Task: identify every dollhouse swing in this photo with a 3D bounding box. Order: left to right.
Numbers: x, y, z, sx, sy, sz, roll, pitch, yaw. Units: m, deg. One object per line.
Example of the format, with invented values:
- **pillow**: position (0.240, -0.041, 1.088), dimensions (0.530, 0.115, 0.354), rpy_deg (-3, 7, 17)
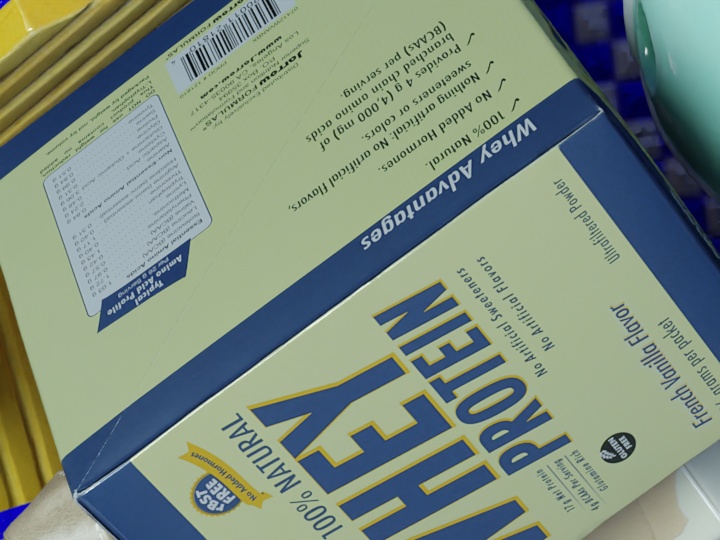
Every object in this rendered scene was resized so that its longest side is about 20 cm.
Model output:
- **dollhouse swing**: position (-0.106, -0.011, 1.026), dimensions (0.175, 0.200, 0.183), rpy_deg (-17, 88, 32)

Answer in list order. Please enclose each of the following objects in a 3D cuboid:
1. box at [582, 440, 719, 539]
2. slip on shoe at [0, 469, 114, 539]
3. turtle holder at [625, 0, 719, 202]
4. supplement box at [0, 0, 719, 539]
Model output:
- **box**: position (0.073, 0.096, 0.981), dimensions (0.095, 0.078, 0.200), rpy_deg (55, 132, 14)
- **slip on shoe**: position (-0.072, 0.145, 0.948), dimensions (0.060, 0.200, 0.076), rpy_deg (-36, 48, -11)
- **turtle holder**: position (0.166, -0.072, 0.892), dimensions (0.131, 0.186, 0.141), rpy_deg (27, 77, 35)
- **supplement box**: position (0.000, 0.000, 0.874), dimensions (0.200, 0.134, 0.200), rpy_deg (-37, 36, 7)
